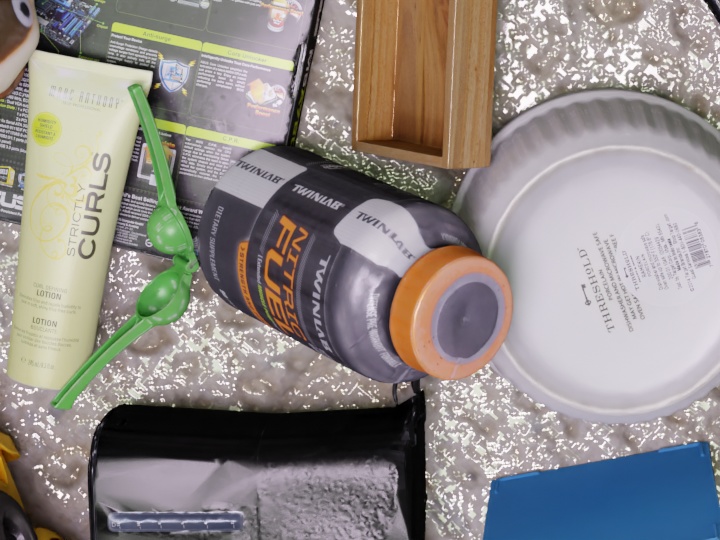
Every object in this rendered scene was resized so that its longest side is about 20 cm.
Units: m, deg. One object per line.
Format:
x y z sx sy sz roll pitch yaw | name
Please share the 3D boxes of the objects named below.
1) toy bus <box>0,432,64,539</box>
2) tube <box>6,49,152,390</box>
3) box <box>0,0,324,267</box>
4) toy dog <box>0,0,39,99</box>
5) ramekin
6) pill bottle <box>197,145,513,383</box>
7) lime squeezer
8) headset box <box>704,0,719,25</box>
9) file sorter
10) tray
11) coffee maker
-0.261 0.146 1.402 0.135 0.200 0.193 -23 62 12 | toy bus
-0.177 -0.029 1.367 0.058 0.052 0.201 2 105 -34 | tube
-0.135 -0.110 1.394 0.199 0.048 0.194 12 98 5 | box
-0.279 -0.174 1.320 0.199 0.140 0.194 26 76 10 | toy dog
0.149 -0.004 1.339 0.199 0.105 0.201 0 100 2 | ramekin
0.000 0.000 1.298 0.106 0.200 0.107 -13 113 -33 | pill bottle
-0.131 -0.011 1.364 0.070 0.038 0.201 12 101 -17 | lime squeezer
0.224 -0.189 1.263 0.093 0.200 0.174 -33 94 10 | headset box
0.152 0.195 1.330 0.138 0.200 0.123 -12 99 8 | file sorter
0.040 -0.166 1.342 0.037 0.098 0.201 -5 102 -35 | tray
-0.060 0.126 1.392 0.199 0.135 0.193 1 75 5 | coffee maker
